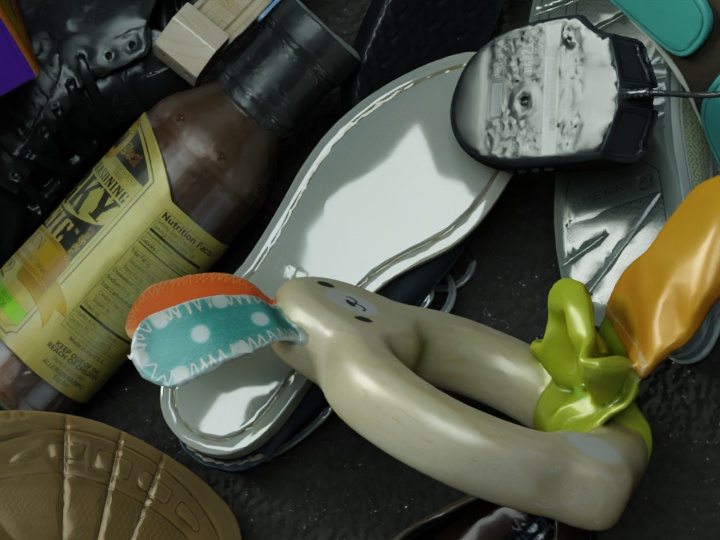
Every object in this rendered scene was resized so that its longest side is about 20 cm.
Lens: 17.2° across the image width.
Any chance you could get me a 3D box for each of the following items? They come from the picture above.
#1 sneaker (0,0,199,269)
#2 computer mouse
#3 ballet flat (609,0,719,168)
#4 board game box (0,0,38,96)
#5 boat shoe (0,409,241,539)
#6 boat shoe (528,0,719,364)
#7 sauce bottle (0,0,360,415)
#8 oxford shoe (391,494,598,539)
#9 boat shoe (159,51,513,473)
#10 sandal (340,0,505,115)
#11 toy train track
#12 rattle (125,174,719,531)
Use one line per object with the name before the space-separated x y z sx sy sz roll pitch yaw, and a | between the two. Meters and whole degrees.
sneaker | -0.118 -0.080 1.010 0.103 0.060 0.201 1 66 15
computer mouse | 0.116 -0.064 0.877 0.199 0.034 0.059 0 82 40
ballet flat | 0.149 -0.086 0.902 0.069 0.069 0.201 -36 80 -3
board game box | -0.273 -0.149 0.949 0.199 0.201 0.200 -29 34 0
boat shoe | -0.146 0.093 0.951 0.198 0.069 0.074 18 72 -8
boat shoe | 0.115 -0.063 0.964 0.074 0.065 0.204 -17 62 30
sauce bottle | -0.081 -0.026 0.968 0.065 0.065 0.200 43 93 21
oxford shoe | 0.003 0.147 0.899 0.073 0.084 0.200 42 85 19
boat shoe | 0.000 0.000 0.960 0.075 0.062 0.201 33 82 18
sandal | 0.041 -0.147 0.995 0.201 0.075 0.045 -64 29 2
toy train track | -0.013 -0.158 1.006 0.114 0.033 0.200 39 70 7
rattle | 0.026 0.000 0.859 0.199 0.130 0.144 27 123 9
